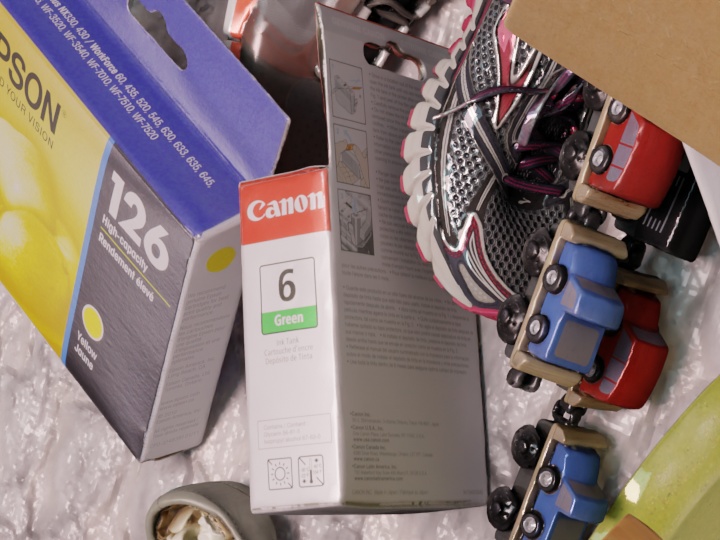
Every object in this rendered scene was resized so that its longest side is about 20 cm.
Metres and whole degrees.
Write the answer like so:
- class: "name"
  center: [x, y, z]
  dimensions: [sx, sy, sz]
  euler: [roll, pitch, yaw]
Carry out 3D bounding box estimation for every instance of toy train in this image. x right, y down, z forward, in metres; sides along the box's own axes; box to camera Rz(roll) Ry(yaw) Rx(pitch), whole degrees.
- class: "toy train"
  center: [0.102, -0.046, 0.725]
  dimensions: [0.046, 0.034, 0.202]
  euler: [27, 98, 54]
- class: "toy train"
  center: [0.102, 0.032, 0.769]
  dimensions: [0.046, 0.034, 0.202]
  euler: [28, 101, 44]

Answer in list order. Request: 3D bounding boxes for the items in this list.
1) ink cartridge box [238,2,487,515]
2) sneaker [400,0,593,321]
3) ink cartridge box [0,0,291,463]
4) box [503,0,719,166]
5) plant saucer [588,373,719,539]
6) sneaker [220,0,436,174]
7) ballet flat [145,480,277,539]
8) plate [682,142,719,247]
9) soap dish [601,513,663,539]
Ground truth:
- class: "ink cartridge box"
  center: [0.000, 0.000, 0.803]
  dimensions: [0.050, 0.109, 0.202]
  euler: [-10, 79, 34]
- class: "sneaker"
  center: [0.071, -0.079, 0.768]
  dimensions: [0.074, 0.080, 0.202]
  euler: [9, 91, 55]
- class: "ink cartridge box"
  center: [-0.122, -0.047, 0.892]
  dimensions: [0.198, 0.047, 0.201]
  euler: [48, 140, 31]
- class: "box"
  center: [0.159, -0.086, 0.613]
  dimensions: [0.199, 0.021, 0.164]
  euler: [34, 138, 6]
- class: "plant saucer"
  center: [0.108, 0.114, 0.682]
  dimensions: [0.031, 0.200, 0.201]
  euler: [34, 108, 0]
- class: "sneaker"
  center: [-0.004, -0.122, 0.845]
  dimensions: [0.081, 0.077, 0.202]
  euler: [10, 92, 29]
- class: "ballet flat"
  center: [-0.047, 0.187, 0.844]
  dimensions: [0.067, 0.063, 0.201]
  euler: [-36, 66, 28]
- class: "plate"
  center: [0.204, -0.053, 0.650]
  dimensions: [0.198, 0.032, 0.201]
  euler: [-5, 123, 36]
- class: "soap dish"
  center: [0.064, 0.193, 0.517]
  dimensions: [0.157, 0.081, 0.201]
  euler: [44, 113, 32]
